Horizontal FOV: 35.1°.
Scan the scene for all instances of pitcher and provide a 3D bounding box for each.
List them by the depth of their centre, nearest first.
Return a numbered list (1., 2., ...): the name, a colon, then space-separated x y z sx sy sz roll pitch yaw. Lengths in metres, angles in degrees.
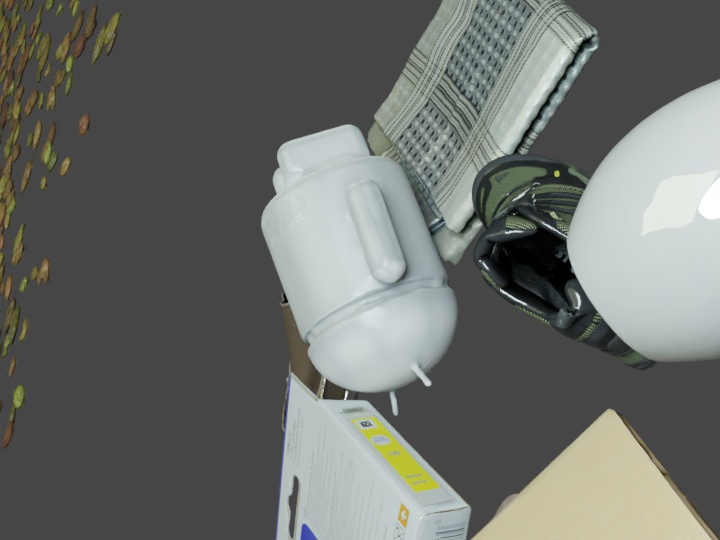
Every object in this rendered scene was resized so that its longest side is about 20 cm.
1. pitcher: 0.207 -0.023 0.527 0.200 0.121 0.173 -39 60 29

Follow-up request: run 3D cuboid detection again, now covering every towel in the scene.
1. towel: 0.075 -0.132 0.847 0.201 0.034 0.193 -60 34 25

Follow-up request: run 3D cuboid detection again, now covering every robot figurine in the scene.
1. robot figurine: 0.000 0.000 0.809 0.170 0.112 0.202 105 145 -70

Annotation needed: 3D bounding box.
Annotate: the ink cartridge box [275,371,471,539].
1. ink cartridge box: -0.002 0.198 0.776 0.200 0.046 0.200 -137 49 -59

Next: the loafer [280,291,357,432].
1. loafer: -0.040 0.042 0.921 0.073 0.070 0.203 -8 70 56

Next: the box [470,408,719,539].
1. box: 0.106 0.198 0.587 0.200 0.021 0.164 -46 52 14

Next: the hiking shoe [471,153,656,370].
1. hiking shoe: 0.108 -0.023 0.684 0.076 0.100 0.200 -62 34 18

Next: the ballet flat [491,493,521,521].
1. ballet flat: 0.081 0.225 0.653 0.068 0.067 0.202 -34 50 48
